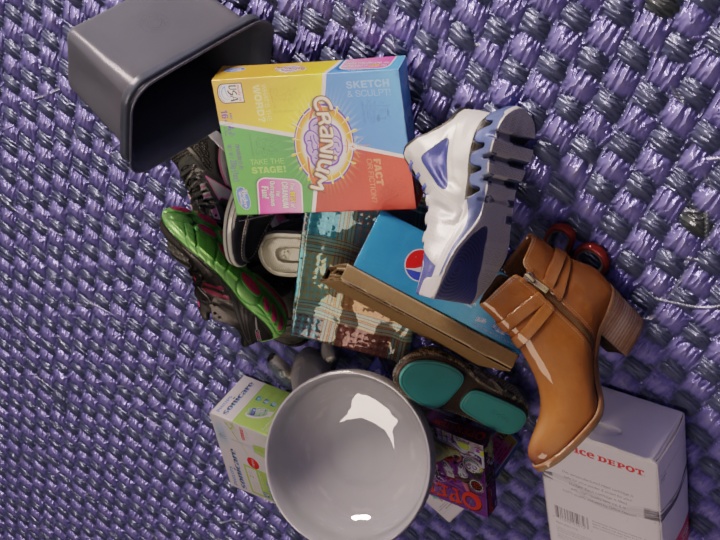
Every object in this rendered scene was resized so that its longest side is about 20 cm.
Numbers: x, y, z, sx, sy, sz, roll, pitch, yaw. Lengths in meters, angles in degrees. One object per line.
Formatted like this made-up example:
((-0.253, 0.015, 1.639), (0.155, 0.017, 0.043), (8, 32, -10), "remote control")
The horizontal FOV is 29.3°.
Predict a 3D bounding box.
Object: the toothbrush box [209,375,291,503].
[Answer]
((-0.093, 0.249, 1.882), (0.198, 0.086, 0.147), (19, 137, 32), "toothbrush box")

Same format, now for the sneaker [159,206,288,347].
((-0.168, 0.013, 1.586), (0.083, 0.077, 0.201), (-33, 107, 21), "sneaker")

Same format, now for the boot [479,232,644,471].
((0.176, 0.079, 1.354), (0.154, 0.201, 0.073), (36, 160, -16), "boot")

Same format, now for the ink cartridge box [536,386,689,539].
((0.281, 0.230, 1.514), (0.145, 0.083, 0.202), (17, 136, 31), "ink cartridge box")

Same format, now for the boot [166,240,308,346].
((-0.156, 0.026, 1.744), (0.198, 0.068, 0.132), (24, 145, 27), "boot")

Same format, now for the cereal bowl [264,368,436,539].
((-0.006, 0.210, 1.561), (0.197, 0.083, 0.204), (1, 92, 15), "cereal bowl")

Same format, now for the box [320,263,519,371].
((0.057, 0.049, 1.442), (0.198, 0.021, 0.163), (28, 175, -8), "box")

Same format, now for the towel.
((0.000, 0.000, 1.523), (0.144, 0.022, 0.203), (14, 117, 9), "towel")

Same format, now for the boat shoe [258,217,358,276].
((-0.015, -0.022, 1.569), (0.197, 0.068, 0.073), (10, 113, 18), "boat shoe")

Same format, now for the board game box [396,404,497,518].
((0.067, 0.208, 1.617), (0.198, 0.032, 0.121), (18, 138, 29), "board game box")

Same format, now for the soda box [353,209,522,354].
((0.093, 0.015, 1.444), (0.198, 0.069, 0.064), (27, 173, 0), "soda box")

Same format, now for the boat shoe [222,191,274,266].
((-0.098, -0.089, 1.514), (0.062, 0.074, 0.202), (28, 109, 16), "boat shoe")

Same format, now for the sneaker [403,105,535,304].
((0.092, -0.073, 1.357), (0.080, 0.202, 0.114), (15, -175, -45), "sneaker")

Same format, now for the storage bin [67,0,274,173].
((-0.210, -0.214, 1.462), (0.134, 0.199, 0.147), (40, 145, 22), "storage bin")

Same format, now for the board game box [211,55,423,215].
((-0.043, -0.136, 1.412), (0.197, 0.040, 0.155), (-2, 117, 15), "board game box")

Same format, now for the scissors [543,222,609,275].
((0.217, 0.032, 1.443), (0.072, 0.014, 0.202), (24, 140, 21), "scissors")

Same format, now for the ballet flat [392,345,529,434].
((0.104, 0.123, 1.536), (0.198, 0.076, 0.068), (25, 115, -32), "ballet flat")

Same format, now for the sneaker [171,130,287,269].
((-0.170, -0.087, 1.622), (0.200, 0.086, 0.080), (47, 143, -5), "sneaker")

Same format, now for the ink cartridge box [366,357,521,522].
((0.078, 0.192, 1.672), (0.199, 0.076, 0.137), (40, 141, 3), "ink cartridge box")

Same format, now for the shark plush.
((-0.038, 0.162, 1.688), (0.201, 0.090, 0.084), (57, 173, 44), "shark plush")
